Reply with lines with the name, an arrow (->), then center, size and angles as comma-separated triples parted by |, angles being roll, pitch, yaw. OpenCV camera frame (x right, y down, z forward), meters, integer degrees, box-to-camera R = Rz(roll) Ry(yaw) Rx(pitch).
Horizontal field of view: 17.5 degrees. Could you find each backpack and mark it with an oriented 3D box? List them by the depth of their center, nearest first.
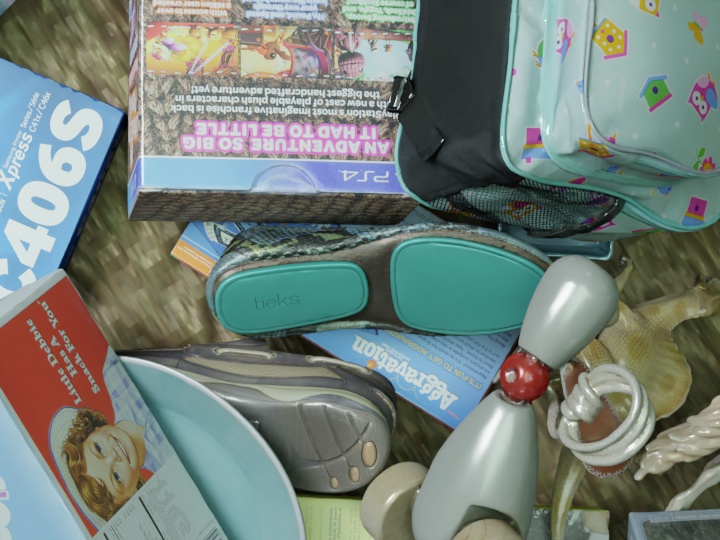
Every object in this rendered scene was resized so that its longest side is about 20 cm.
backpack -> 0.129, -0.105, 1.261 | 0.152, 0.199, 0.177 | -9, 71, 38

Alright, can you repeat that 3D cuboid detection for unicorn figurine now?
unicorn figurine -> 0.239, 0.081, 1.319 | 0.074, 0.200, 0.137 | 47, 117, 11

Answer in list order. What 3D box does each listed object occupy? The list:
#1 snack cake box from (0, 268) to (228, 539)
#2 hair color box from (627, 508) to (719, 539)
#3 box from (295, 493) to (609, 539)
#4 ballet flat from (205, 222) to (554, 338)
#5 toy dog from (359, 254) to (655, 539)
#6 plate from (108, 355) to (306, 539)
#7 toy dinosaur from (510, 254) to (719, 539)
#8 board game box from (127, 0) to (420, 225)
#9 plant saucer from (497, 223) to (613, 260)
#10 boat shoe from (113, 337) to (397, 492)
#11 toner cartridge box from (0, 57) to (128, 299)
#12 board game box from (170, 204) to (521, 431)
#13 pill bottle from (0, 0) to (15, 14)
snack cake box -> -0.154, 0.114, 1.237 | 0.067, 0.115, 0.201 | -26, 99, 28
hair color box -> 0.197, 0.231, 1.298 | 0.098, 0.061, 0.201 | -2, 118, -3
box -> 0.041, 0.167, 1.341 | 0.198, 0.050, 0.076 | 2, 88, -2
ballet flat -> 0.013, -0.002, 1.316 | 0.198, 0.074, 0.075 | 1, 88, -2
toy dog -> 0.093, 0.097, 1.270 | 0.200, 0.096, 0.132 | -44, 52, 22
plate -> -0.119, 0.137, 1.312 | 0.199, 0.026, 0.202 | 8, 112, 19
toy dinosaur -> 0.134, 0.059, 1.326 | 0.101, 0.058, 0.201 | 30, 69, 16
board game box -> -0.048, -0.132, 1.303 | 0.158, 0.097, 0.202 | 2, 82, -9
plant saucer -> 0.117, -0.108, 1.367 | 0.069, 0.019, 0.202 | 3, 89, -7
boat shoe -> -0.071, 0.078, 1.329 | 0.198, 0.073, 0.075 | 10, 118, 16
toner cartridge box -> -0.214, -0.016, 1.337 | 0.094, 0.043, 0.201 | 22, 88, -1
board game box -> 0.000, 0.000, 1.359 | 0.199, 0.019, 0.103 | 32, 85, -2
pill bottle -> -0.287, -0.134, 1.303 | 0.111, 0.111, 0.200 | 45, 87, -1
